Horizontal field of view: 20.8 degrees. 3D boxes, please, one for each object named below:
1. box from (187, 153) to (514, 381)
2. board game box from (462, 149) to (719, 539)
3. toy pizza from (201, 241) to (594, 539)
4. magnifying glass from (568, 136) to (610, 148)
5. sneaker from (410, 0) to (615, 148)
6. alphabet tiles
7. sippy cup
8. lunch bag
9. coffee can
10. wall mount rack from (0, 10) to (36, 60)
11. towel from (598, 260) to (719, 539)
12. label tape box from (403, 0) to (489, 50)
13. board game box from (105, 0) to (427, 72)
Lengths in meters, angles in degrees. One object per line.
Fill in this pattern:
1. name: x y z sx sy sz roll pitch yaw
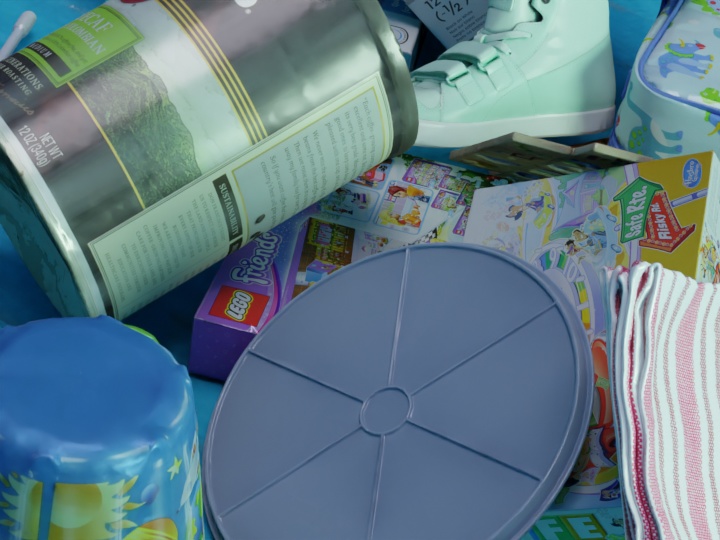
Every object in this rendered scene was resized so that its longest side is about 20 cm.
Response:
1. box: 0.000 0.000 1.067 0.136 0.039 0.201 15 37 6
2. board game box: 0.102 0.039 0.941 0.133 0.034 0.201 -9 49 29
3. toy pizza: 0.017 0.073 0.916 0.198 0.032 0.202 -16 48 18
4. magnifying glass: 0.180 -0.079 1.234 0.199 0.023 0.080 -15 43 -30
5. sneaker: 0.065 -0.136 1.163 0.199 0.120 0.074 -9 14 -32
6. alphabet tiles: 0.142 -0.048 1.079 0.165 0.006 0.200 13 -4 -11
7. sippy cup: -0.123 0.096 0.831 0.138 0.131 0.178 -11 42 -26
8. lunch bag: 0.245 -0.108 1.206 0.159 0.083 0.200 21 37 11
9. coffee can: -0.091 -0.077 1.007 0.199 0.147 0.146 -32 50 -16
10. wall mount rack: -0.172 -0.115 1.159 0.198 0.075 0.174 15 1 5
11. towel: 0.166 0.077 0.875 0.030 0.148 0.199 -11 -13 33
12. label tape box: 0.057 -0.224 1.271 0.200 0.066 0.144 44 31 -21
13. board game box: -0.053 -0.182 1.292 0.198 0.047 0.151 13 36 3
